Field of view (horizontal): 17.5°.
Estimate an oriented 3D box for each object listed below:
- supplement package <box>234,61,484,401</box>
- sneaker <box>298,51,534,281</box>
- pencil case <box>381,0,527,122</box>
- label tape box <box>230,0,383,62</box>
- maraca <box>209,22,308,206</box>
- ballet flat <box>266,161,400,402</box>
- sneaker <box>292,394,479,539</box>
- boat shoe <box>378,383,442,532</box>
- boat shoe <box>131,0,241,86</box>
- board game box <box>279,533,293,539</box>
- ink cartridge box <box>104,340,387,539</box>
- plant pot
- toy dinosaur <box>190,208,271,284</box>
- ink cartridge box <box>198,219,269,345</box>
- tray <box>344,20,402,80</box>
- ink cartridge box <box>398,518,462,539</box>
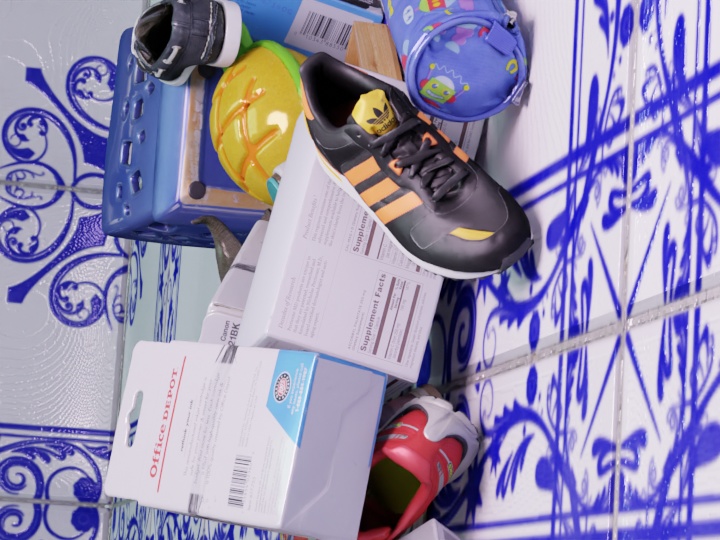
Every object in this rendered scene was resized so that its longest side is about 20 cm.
[{"bbox_3d":[-0.005,-0.019,1.637,0.156,0.111,0.200,138,149,-72],"label":"supplement package"},{"bbox_3d":[0.026,-0.069,1.478,0.200,0.070,0.090,40,166,39],"label":"sneaker"},{"bbox_3d":[0.059,-0.173,1.569,0.087,0.078,0.200,-38,28,13],"label":"pencil case"},{"bbox_3d":[-0.068,-0.261,2.036,0.200,0.143,0.066,-102,33,-56],"label":"label tape box"},{"bbox_3d":[-0.074,-0.125,1.899,0.200,0.107,0.137,45,136,52],"label":"maraca"},{"bbox_3d":[0.000,0.000,1.766,0.200,0.069,0.069,63,163,5],"label":"ballet flat"},{"bbox_3d":[-0.001,0.160,1.561,0.085,0.077,0.200,-44,-8,-50],"label":"sneaker"},{"bbox_3d":[0.012,0.161,1.656,0.200,0.065,0.072,107,149,-42],"label":"boat shoe"},{"bbox_3d":[-0.157,-0.195,1.926,0.200,0.060,0.076,168,106,-67],"label":"boat shoe"},{"bbox_3d":[-0.014,0.168,1.799,0.200,0.062,0.200,-93,16,-58],"label":"board game box"},{"bbox_3d":[-0.080,0.111,1.555,0.200,0.068,0.116,3,78,49],"label":"ink cartridge box"},{"bbox_3d":[-0.112,-0.121,2.104,0.180,0.200,0.200,179,96,-71],"label":"plant pot"},{"bbox_3d":[-0.065,0.010,1.963,0.077,0.200,0.102,44,108,42],"label":"toy dinosaur"},{"bbox_3d":[-0.077,0.065,1.839,0.200,0.084,0.144,-65,-9,-68],"label":"ink cartridge box"},{"bbox_3d":[0.012,-0.103,1.871,0.200,0.037,0.099,-101,20,-51],"label":"tray"},{"bbox_3d":[0.005,0.282,1.490,0.176,0.045,0.200,-36,35,22],"label":"ink cartridge box"}]
